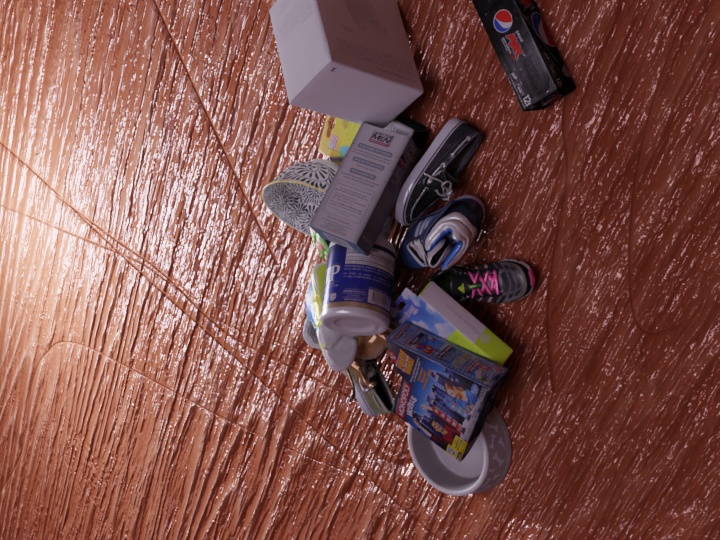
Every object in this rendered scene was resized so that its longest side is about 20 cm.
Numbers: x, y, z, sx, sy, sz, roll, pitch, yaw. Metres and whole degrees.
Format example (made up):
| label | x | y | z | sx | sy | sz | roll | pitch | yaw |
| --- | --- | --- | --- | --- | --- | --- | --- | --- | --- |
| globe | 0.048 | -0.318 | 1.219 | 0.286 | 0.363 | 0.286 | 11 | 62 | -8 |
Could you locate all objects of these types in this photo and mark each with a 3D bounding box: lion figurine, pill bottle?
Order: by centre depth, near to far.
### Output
| label | x | y | z | sx | sy | sz | roll | pitch | yaw |
| --- | --- | --- | --- | --- | --- | --- | --- | --- | --- |
| pill bottle | 0.000 | 0.000 | 1.515 | 0.119 | 0.119 | 0.201 | -15 | 60 | 43 |
| lion figurine | 0.018 | 0.135 | 1.583 | 0.200 | 0.072 | 0.123 | -41 | 83 | 15 |

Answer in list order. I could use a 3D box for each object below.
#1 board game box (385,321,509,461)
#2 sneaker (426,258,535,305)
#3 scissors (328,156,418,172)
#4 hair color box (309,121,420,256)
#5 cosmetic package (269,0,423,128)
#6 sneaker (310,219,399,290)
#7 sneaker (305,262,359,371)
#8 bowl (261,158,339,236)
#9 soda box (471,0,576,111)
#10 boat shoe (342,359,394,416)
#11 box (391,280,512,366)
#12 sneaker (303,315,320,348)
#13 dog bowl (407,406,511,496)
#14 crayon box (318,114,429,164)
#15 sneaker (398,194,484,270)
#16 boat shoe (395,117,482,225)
| label | x | y | z | sx | sy | sz | roll | pitch | yaw |
| --- | --- | --- | --- | --- | --- | --- | --- | --- | --- |
| board game box | 0.126 | 0.188 | 1.478 | 0.200 | 0.062 | 0.201 | 35 | 137 | 22 |
| sneaker | 0.191 | 0.024 | 1.464 | 0.199 | 0.087 | 0.074 | -1 | 99 | 42 |
| scissors | 0.022 | -0.194 | 1.551 | 0.200 | 0.014 | 0.074 | 30 | 119 | 35 |
| hair color box | 0.008 | -0.136 | 1.464 | 0.099 | 0.061 | 0.201 | 22 | 80 | 28 |
| cosmetic package | -0.025 | -0.363 | 1.462 | 0.123 | 0.199 | 0.201 | -38 | 55 | 40 |
| sneaker | -0.012 | -0.029 | 1.622 | 0.200 | 0.084 | 0.077 | 42 | 167 | -2 |
| sneaker | -0.054 | 0.091 | 1.596 | 0.105 | 0.075 | 0.201 | 128 | 137 | -65 |
| bowl | -0.073 | -0.143 | 1.635 | 0.200 | 0.201 | 0.095 | 0 | 58 | 42 |
| soda box | 0.248 | -0.347 | 1.347 | 0.071 | 0.063 | 0.201 | -30 | 80 | 41 |
| boat shoe | 0.008 | 0.184 | 1.662 | 0.062 | 0.072 | 0.201 | -10 | 115 | 38 |
| box | 0.146 | 0.103 | 1.483 | 0.200 | 0.048 | 0.122 | 41 | 151 | 5 |
| sneaker | -0.058 | 0.047 | 1.701 | 0.078 | 0.099 | 0.201 | 24 | 95 | -3 |
| dog bowl | 0.168 | 0.306 | 1.569 | 0.199 | 0.059 | 0.201 | 10 | 105 | 40 |
| crayon box | 0.020 | -0.234 | 1.585 | 0.200 | 0.051 | 0.127 | 34 | 120 | 31 |
| sneaker | 0.116 | -0.039 | 1.469 | 0.081 | 0.147 | 0.200 | 47 | 127 | -7 |
| boat shoe | 0.133 | -0.153 | 1.468 | 0.068 | 0.074 | 0.200 | 38 | 96 | 29 |
